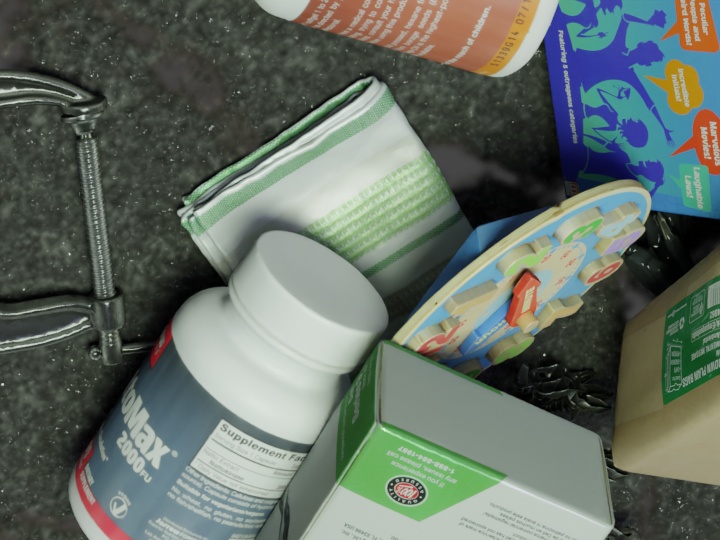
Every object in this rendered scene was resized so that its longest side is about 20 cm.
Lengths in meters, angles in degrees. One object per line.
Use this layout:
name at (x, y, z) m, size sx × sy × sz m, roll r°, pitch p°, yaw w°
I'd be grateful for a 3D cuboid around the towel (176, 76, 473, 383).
towel at (0.000, 0.000, 1.136) m, size 0.149 × 0.031 × 0.200 m, roll -33°, pitch 114°, yaw 1°

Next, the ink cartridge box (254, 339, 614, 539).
ink cartridge box at (0.026, 0.159, 1.029) m, size 0.145 × 0.084 × 0.200 m, roll 24°, pitch 120°, yaw -14°

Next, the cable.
cable at (0.262, -0.019, 1.188) m, size 0.163 × 0.051 × 0.200 m, roll -45°, pitch 111°, yaw 0°

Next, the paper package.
paper package at (0.266, 0.060, 1.074) m, size 0.189 × 0.200 × 0.104 m, roll 7°, pitch 71°, yaw -12°

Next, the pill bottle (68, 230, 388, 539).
pill bottle at (-0.074, 0.080, 1.081) m, size 0.119 × 0.120 × 0.200 m, roll 26°, pitch 114°, yaw -21°

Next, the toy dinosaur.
toy dinosaur at (0.101, 0.138, 1.182) m, size 0.199 × 0.102 × 0.136 m, roll 14°, pitch 127°, yaw -36°

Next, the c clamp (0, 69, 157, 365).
c clamp at (-0.179, -0.029, 1.086) m, size 0.170 × 0.027 × 0.201 m, roll -13°, pitch 115°, yaw -9°

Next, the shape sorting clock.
shape sorting clock at (0.089, 0.018, 1.073) m, size 0.199 × 0.200 × 0.039 m, roll -33°, pitch 70°, yaw 0°

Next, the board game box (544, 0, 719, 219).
board game box at (0.199, -0.107, 1.059) m, size 0.045 × 0.199 × 0.153 m, roll -31°, pitch 119°, yaw -41°

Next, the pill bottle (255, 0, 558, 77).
pill bottle at (0.006, -0.183, 1.024) m, size 0.199 × 0.112 × 0.113 m, roll 13°, pitch 107°, yaw -18°
